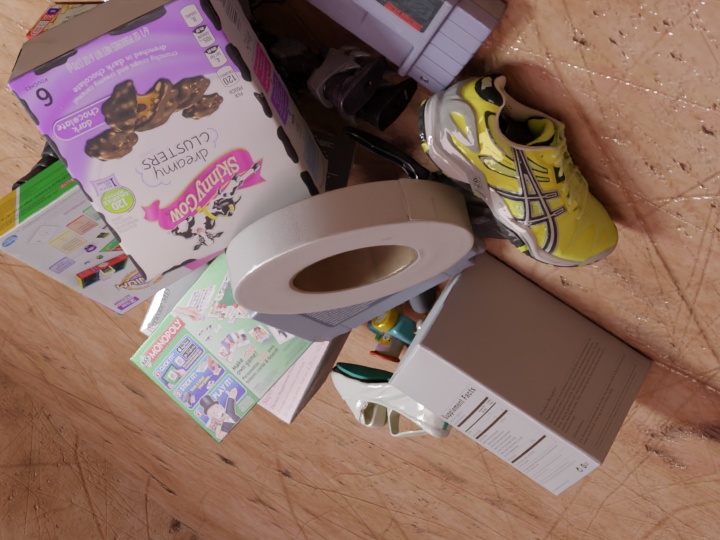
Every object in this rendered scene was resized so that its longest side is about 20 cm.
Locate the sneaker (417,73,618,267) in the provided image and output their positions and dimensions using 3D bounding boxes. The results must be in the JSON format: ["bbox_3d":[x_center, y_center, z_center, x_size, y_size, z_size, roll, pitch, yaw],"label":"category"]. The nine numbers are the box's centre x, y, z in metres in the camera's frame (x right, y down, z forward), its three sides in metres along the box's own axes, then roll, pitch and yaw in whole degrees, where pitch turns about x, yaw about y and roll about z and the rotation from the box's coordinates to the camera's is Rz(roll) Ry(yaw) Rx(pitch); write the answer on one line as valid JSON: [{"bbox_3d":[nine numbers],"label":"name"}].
[{"bbox_3d":[0.133,-0.071,1.063,0.199,0.076,0.076,34,140,-28],"label":"sneaker"}]

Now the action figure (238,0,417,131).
[{"bbox_3d":[-0.057,-0.170,1.138,0.199,0.070,0.130,26,166,31],"label":"action figure"}]

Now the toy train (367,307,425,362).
[{"bbox_3d":[0.084,0.098,1.487,0.198,0.056,0.150,23,167,16],"label":"toy train"}]

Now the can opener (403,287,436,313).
[{"bbox_3d":[0.026,-0.013,1.371,0.052,0.067,0.200,24,163,27],"label":"can opener"}]

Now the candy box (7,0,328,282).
[{"bbox_3d":[-0.141,-0.112,1.076,0.166,0.072,0.201,-22,122,15],"label":"candy box"}]

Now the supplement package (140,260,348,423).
[{"bbox_3d":[-0.119,0.051,1.558,0.198,0.120,0.122,30,116,7],"label":"supplement package"}]

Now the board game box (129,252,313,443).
[{"bbox_3d":[-0.138,0.073,1.478,0.134,0.029,0.200,44,120,0],"label":"board game box"}]

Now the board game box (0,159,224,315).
[{"bbox_3d":[-0.240,-0.040,1.363,0.200,0.152,0.041,37,-152,-53],"label":"board game box"}]

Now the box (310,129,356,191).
[{"bbox_3d":[-0.112,-0.109,1.216,0.197,0.050,0.158,13,180,-8],"label":"box"}]

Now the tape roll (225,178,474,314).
[{"bbox_3d":[-0.008,-0.016,1.120,0.200,0.038,0.203,-13,163,-4],"label":"tape roll"}]

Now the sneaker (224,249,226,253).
[{"bbox_3d":[-0.084,-0.037,1.307,0.074,0.072,0.200,-8,-176,-13],"label":"sneaker"}]

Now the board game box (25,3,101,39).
[{"bbox_3d":[-0.212,-0.188,1.352,0.199,0.047,0.152,10,149,48],"label":"board game box"}]

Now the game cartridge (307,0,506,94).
[{"bbox_3d":[0.000,-0.211,1.004,0.199,0.039,0.130,35,164,-3],"label":"game cartridge"}]

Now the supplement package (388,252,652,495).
[{"bbox_3d":[0.148,0.097,1.330,0.199,0.122,0.120,34,154,1],"label":"supplement package"}]

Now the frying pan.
[{"bbox_3d":[0.081,-0.067,1.146,0.114,0.031,0.189,1,160,42],"label":"frying pan"}]

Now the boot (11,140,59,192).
[{"bbox_3d":[-0.281,-0.123,1.343,0.069,0.132,0.200,31,159,9],"label":"boot"}]

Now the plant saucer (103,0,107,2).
[{"bbox_3d":[-0.169,-0.223,1.125,0.201,0.038,0.202,44,154,28],"label":"plant saucer"}]

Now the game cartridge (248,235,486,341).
[{"bbox_3d":[0.000,0.000,1.270,0.199,0.041,0.133,-28,154,25],"label":"game cartridge"}]

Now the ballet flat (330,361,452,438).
[{"bbox_3d":[0.028,0.136,1.453,0.069,0.070,0.199,45,158,-29],"label":"ballet flat"}]
